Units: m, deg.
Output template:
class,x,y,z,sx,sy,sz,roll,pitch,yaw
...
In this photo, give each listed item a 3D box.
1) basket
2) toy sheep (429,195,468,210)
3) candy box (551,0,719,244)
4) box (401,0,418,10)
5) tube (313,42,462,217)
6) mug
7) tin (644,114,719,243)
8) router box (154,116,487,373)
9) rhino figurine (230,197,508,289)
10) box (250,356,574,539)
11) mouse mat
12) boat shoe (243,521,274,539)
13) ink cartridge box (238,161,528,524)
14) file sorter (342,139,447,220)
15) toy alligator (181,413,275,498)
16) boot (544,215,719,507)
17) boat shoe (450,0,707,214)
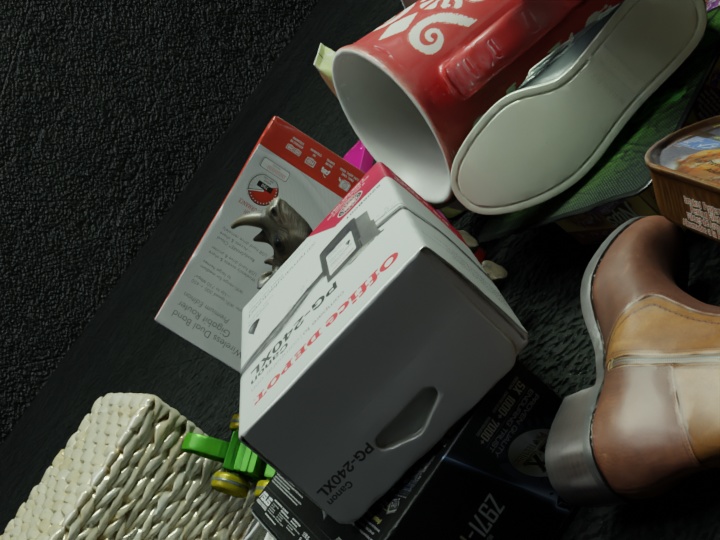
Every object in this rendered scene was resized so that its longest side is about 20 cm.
class,x,y,z,sx,sy,sz,roll,pitch,yaw
basket,-0.195,0.227,0.936,0.200,0.160,0.199,-56,19,-19
toy sheep,0.106,-0.124,0.933,0.200,0.139,0.137,-43,12,-26
candy box,0.215,-0.115,0.740,0.202,0.056,0.116,-58,18,-14
box,0.152,-0.296,0.988,0.164,0.166,0.199,-10,-18,-44
tube,0.030,-0.133,1.011,0.052,0.200,0.058,-54,18,-20
mug,0.105,-0.157,0.797,0.199,0.135,0.177,-39,34,-17
tin,0.220,-0.048,0.538,0.110,0.042,0.200,-24,17,-4
router box,-0.029,0.013,0.837,0.181,0.198,0.049,-60,7,-8
rhino figurine,0.000,0.000,0.780,0.060,0.197,0.088,-84,14,-57
box,0.032,0.129,0.659,0.165,0.086,0.200,-53,17,-10
mouse mat,0.163,-0.096,0.734,0.162,0.007,0.199,-59,16,-20
boat shoe,-0.099,0.244,0.799,0.201,0.069,0.071,-51,18,3
ink cartridge box,0.003,0.032,0.645,0.145,0.083,0.200,-46,16,9
file sorter,-0.023,0.009,0.988,0.200,0.125,0.140,-42,18,24
toy alligator,-0.049,0.153,0.835,0.197,0.054,0.060,4,67,28
boot,0.189,0.018,0.517,0.199,0.069,0.189,-27,22,47
boat shoe,0.142,-0.111,0.708,0.200,0.073,0.062,-43,3,24
